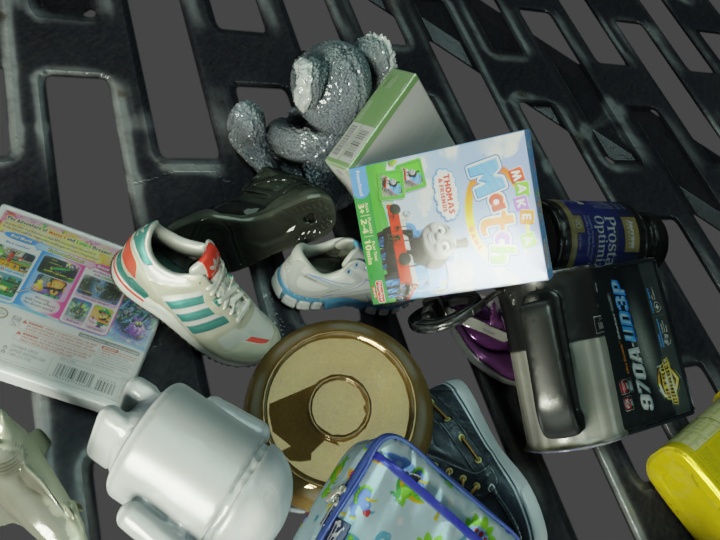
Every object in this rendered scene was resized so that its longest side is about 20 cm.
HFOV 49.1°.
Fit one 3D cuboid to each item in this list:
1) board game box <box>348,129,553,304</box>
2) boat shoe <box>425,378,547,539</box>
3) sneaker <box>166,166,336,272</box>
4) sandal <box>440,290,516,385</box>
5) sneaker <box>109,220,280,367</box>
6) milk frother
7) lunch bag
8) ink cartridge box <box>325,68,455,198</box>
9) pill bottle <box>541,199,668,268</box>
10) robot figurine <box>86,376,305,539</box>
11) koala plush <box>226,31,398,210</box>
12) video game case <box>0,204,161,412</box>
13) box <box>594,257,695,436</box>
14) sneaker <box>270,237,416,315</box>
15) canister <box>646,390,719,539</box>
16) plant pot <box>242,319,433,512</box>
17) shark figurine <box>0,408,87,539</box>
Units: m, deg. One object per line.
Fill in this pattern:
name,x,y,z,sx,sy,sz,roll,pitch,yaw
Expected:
board game box,0.094,-0.053,0.840,0.036,0.196,0.155,-20,100,-66
boat shoe,0.107,0.215,0.821,0.089,0.071,0.202,-17,59,-25
sneaker,-0.133,-0.060,0.917,0.196,0.078,0.114,-19,27,-9
sandal,0.143,0.054,0.966,0.082,0.050,0.203,-29,72,-36
sneaker,-0.155,0.024,0.804,0.198,0.093,0.071,36,45,-14
milk frother,0.172,0.106,0.883,0.179,0.197,0.193,-2,79,-51
lunch bag,0.045,0.256,0.708,0.200,0.082,0.162,43,60,-9
ink cartridge box,0.058,-0.123,0.975,0.048,0.200,0.147,23,72,41
pill bottle,0.317,-0.038,1.077,0.196,0.113,0.114,-1,55,-25
robot figurine,-0.141,0.179,0.696,0.198,0.114,0.170,33,40,3
koala plush,-0.042,-0.198,0.972,0.176,0.201,0.185,-24,67,-37
video game case,-0.303,0.036,0.792,0.196,0.024,0.184,20,49,-9
box,0.323,0.094,0.976,0.156,0.046,0.205,-7,81,-30
sneaker,0.000,0.000,0.918,0.196,0.087,0.076,-2,54,-27
canister,0.454,0.233,0.951,0.198,0.087,0.150,-22,66,-34
plant pot,-0.022,0.140,0.794,0.195,0.028,0.204,2,65,-3
shark figurine,-0.275,0.214,0.651,0.089,0.128,0.217,-30,88,-12
